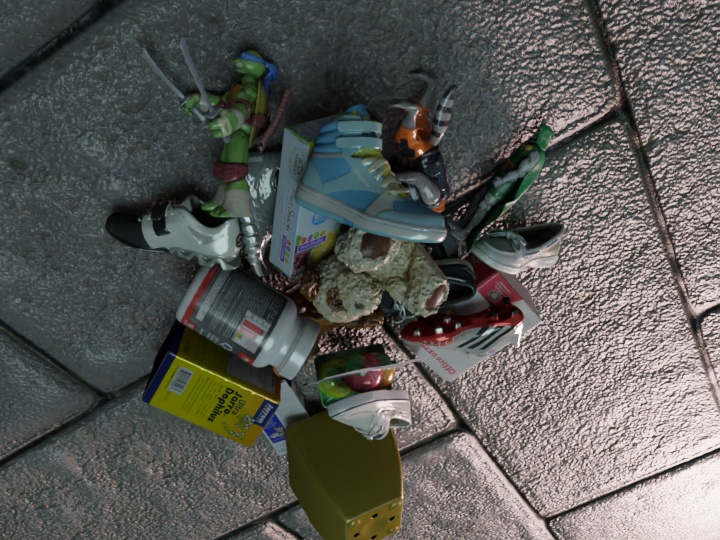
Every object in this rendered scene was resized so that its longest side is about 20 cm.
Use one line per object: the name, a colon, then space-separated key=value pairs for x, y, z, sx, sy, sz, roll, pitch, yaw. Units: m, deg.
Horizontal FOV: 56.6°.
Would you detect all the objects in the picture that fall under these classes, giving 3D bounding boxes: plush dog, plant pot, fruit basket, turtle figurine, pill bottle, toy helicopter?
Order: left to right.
turtle figurine: x=-0.185 y=-0.169 z=0.807 sx=0.141 sy=0.198 sz=0.200 roll=11 pitch=103 yaw=32
pill bottle: x=-0.165 y=0.072 z=1.002 sx=0.197 sy=0.117 sz=0.117 roll=32 pitch=121 yaw=-7
toy helicopter: x=-0.077 y=0.080 z=1.104 sx=0.195 sy=0.079 sz=0.135 roll=-17 pitch=122 yaw=-10
plant pot: x=-0.014 y=0.391 z=1.239 sx=0.190 sy=0.201 sz=0.199 roll=-17 pitch=133 yaw=-20
fruit basket: x=-0.001 y=0.162 z=1.103 sx=0.181 sy=0.096 sz=0.200 roll=-9 pitch=164 yaw=-19
plush dog: x=0.000 y=0.000 z=0.929 sx=0.171 sy=0.162 sz=0.199 roll=-42 pitch=132 yaw=14

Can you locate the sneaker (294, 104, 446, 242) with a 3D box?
sneaker: x=0.019 y=-0.113 z=0.756 sx=0.196 sy=0.079 sz=0.134 roll=20 pitch=101 yaw=24

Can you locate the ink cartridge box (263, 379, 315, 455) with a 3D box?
ink cartridge box: x=-0.147 y=0.266 z=1.251 sx=0.097 sy=0.040 sz=0.202 roll=-18 pitch=131 yaw=5

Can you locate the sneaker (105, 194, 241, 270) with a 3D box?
sneaker: x=-0.256 y=-0.069 z=0.925 sx=0.195 sy=0.075 sz=0.090 roll=12 pitch=118 yaw=2

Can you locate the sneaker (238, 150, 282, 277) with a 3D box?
sneaker: x=-0.116 y=-0.079 z=0.952 sx=0.112 sy=0.076 sz=0.204 roll=-10 pitch=129 yaw=-5

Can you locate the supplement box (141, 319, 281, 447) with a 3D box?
supplement box: x=-0.236 y=0.180 z=1.092 sx=0.197 sy=0.110 sz=0.110 roll=28 pitch=113 yaw=-17

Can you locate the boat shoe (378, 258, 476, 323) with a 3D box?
boat shoe: x=0.079 y=0.034 z=1.011 sx=0.194 sy=0.062 sz=0.076 roll=-6 pitch=122 yaw=5

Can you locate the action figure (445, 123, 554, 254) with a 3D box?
action figure: x=0.204 y=-0.127 z=0.963 sx=0.054 sy=0.119 sz=0.201 roll=34 pitch=109 yaw=-19

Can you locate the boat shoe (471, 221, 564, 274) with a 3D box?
boat shoe: x=0.243 y=-0.041 z=1.020 sx=0.198 sy=0.074 sz=0.066 roll=-3 pitch=123 yaw=-40

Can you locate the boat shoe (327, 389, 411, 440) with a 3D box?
boat shoe: x=0.022 y=0.235 z=1.074 sx=0.070 sy=0.071 sz=0.198 roll=-25 pitch=160 yaw=28

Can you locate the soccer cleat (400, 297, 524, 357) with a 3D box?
soccer cleat: x=0.161 y=0.101 z=1.042 sx=0.195 sy=0.069 sz=0.087 roll=-11 pitch=121 yaw=-2

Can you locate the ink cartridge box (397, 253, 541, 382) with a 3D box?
ink cartridge box: x=0.179 y=0.075 z=1.119 sx=0.198 sy=0.087 sz=0.147 roll=-35 pitch=124 yaw=20

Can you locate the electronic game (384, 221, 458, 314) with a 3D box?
electronic game: x=0.055 y=-0.017 z=1.042 sx=0.194 sy=0.042 sz=0.204 roll=1 pitch=122 yaw=1

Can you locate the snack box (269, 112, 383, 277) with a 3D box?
snack box: x=-0.048 y=-0.104 z=0.905 sx=0.141 sy=0.053 sz=0.204 roll=-27 pitch=140 yaw=-42

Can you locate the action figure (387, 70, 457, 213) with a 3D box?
action figure: x=0.077 y=-0.132 z=0.859 sx=0.102 sy=0.202 sz=0.197 roll=-3 pitch=123 yaw=9
